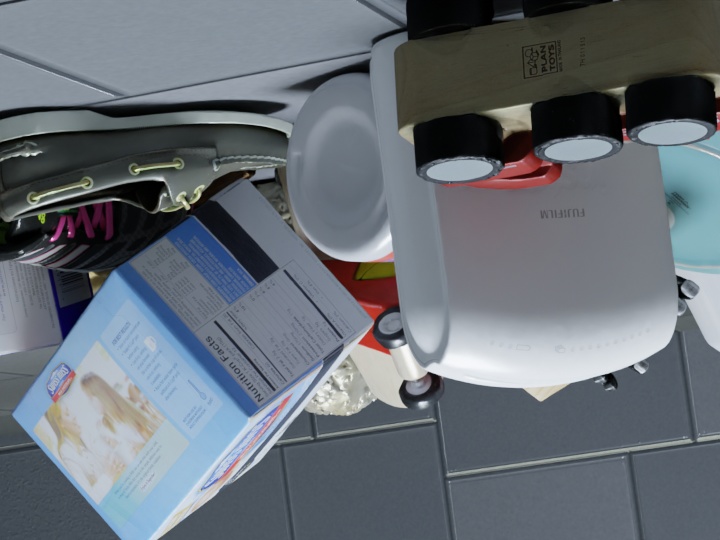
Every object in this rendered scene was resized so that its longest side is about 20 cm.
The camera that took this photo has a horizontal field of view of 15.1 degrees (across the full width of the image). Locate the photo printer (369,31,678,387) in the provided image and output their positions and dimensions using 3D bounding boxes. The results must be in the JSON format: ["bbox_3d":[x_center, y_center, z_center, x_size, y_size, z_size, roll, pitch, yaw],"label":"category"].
[{"bbox_3d":[0.094,-0.035,1.527,0.166,0.200,0.069,-3,172,-28],"label":"photo printer"}]

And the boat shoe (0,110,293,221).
[{"bbox_3d":[-0.131,-0.063,1.634,0.201,0.060,0.072,-3,172,-30],"label":"boat shoe"}]

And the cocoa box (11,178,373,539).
[{"bbox_3d":[-0.112,0.064,1.759,0.131,0.133,0.200,-37,172,-41],"label":"cocoa box"}]

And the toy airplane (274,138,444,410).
[{"bbox_3d":[0.000,0.000,1.828,0.141,0.199,0.200,-51,-177,-28],"label":"toy airplane"}]

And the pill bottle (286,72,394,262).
[{"bbox_3d":[0.063,-0.061,1.644,0.200,0.112,0.111,-1,171,-43],"label":"pill bottle"}]

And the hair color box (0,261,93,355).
[{"bbox_3d":[-0.283,0.008,1.831,0.200,0.110,0.065,-10,-176,20],"label":"hair color box"}]

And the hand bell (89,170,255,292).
[{"bbox_3d":[-0.154,-0.035,1.857,0.200,0.104,0.104,-26,165,29],"label":"hand bell"}]

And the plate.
[{"bbox_3d":[0.210,-0.051,1.779,0.200,0.026,0.200,15,148,9],"label":"plate"}]

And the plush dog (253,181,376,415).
[{"bbox_3d":[-0.022,0.020,1.971,0.160,0.172,0.200,-14,170,43],"label":"plush dog"}]

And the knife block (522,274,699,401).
[{"bbox_3d":[0.163,0.002,1.829,0.064,0.200,0.175,38,131,-18],"label":"knife block"}]

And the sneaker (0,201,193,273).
[{"bbox_3d":[-0.200,-0.037,1.720,0.200,0.074,0.087,-1,178,-15],"label":"sneaker"}]

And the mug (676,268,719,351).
[{"bbox_3d":[0.293,-0.024,1.897,0.186,0.153,0.149,-16,-175,38],"label":"mug"}]

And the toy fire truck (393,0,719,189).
[{"bbox_3d":[0.129,-0.102,1.448,0.176,0.129,0.200,-10,163,21],"label":"toy fire truck"}]
